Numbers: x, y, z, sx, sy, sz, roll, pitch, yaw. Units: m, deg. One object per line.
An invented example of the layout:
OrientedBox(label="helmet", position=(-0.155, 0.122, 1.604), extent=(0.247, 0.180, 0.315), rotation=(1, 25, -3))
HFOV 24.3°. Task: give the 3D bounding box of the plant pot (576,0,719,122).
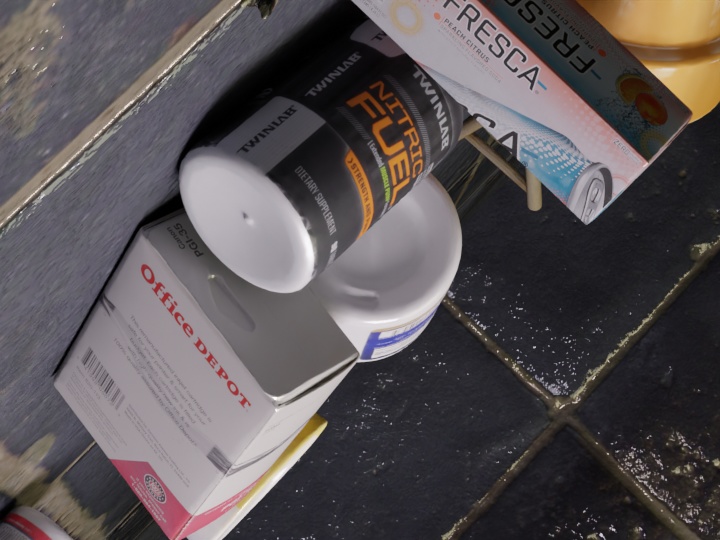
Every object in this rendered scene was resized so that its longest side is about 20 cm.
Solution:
OrientedBox(label="plant pot", position=(0.171, -0.221, 1.060), extent=(0.200, 0.200, 0.183), rotation=(-41, 158, -44))

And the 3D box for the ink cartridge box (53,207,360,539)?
OrientedBox(label="ink cartridge box", position=(-0.105, 0.066, 1.101), extent=(0.083, 0.147, 0.200), rotation=(-29, 165, -40))

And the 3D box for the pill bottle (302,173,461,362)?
OrientedBox(label="pill bottle", position=(0.000, 0.000, 1.168), extent=(0.120, 0.120, 0.200), rotation=(-45, 174, -13))

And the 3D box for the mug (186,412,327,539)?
OrientedBox(label="mug", position=(-0.120, 0.116, 1.391), extent=(0.187, 0.153, 0.149), rotation=(-47, 174, 1))

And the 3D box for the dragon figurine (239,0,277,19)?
OrientedBox(label="dragon figurine", position=(-0.012, -0.162, 0.652), extent=(0.099, 0.059, 0.200), rotation=(-50, 173, 37))

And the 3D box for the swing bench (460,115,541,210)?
OrientedBox(label="swing bench", position=(0.218, -0.204, 1.759), extent=(0.199, 0.130, 0.200), rotation=(-44, 169, -22))

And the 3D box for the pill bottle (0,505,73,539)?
OrientedBox(label="pill bottle", position=(-0.322, 0.307, 1.417), extent=(0.200, 0.120, 0.120), rotation=(-43, 174, -27))

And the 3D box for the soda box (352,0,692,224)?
OrientedBox(label="soda box", position=(0.088, -0.125, 0.956), extent=(0.064, 0.200, 0.068), rotation=(-42, 174, -41))

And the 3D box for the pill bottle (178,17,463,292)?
OrientedBox(label="pill bottle", position=(-0.009, -0.084, 1.021), extent=(0.200, 0.106, 0.106), rotation=(-44, 174, -32))
